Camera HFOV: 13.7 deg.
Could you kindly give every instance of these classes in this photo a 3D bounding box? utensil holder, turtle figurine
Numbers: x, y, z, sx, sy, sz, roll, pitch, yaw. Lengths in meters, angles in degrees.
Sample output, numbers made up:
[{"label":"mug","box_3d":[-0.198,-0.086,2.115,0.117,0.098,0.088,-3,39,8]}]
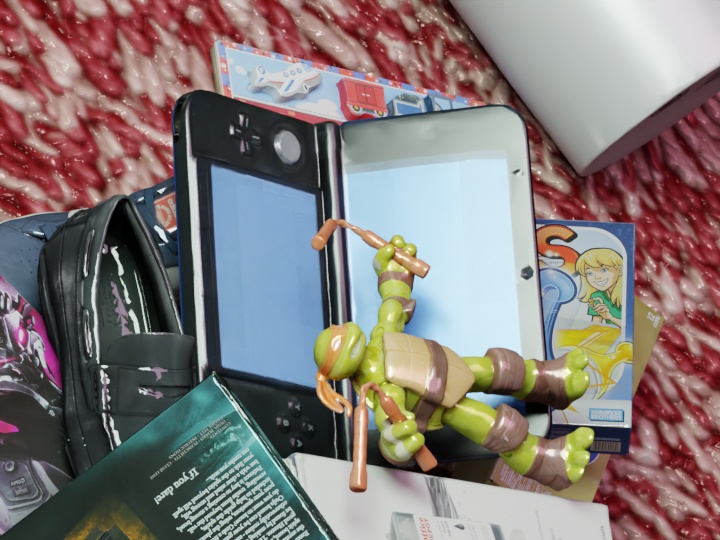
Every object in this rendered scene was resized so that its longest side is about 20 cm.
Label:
[{"label":"utensil holder","box_3d":[0.145,-0.184,1.897,0.170,0.170,0.200,-27,81,-45]},{"label":"turtle figurine","box_3d":[0.038,0.065,1.534,0.161,0.064,0.200,19,35,-19]}]

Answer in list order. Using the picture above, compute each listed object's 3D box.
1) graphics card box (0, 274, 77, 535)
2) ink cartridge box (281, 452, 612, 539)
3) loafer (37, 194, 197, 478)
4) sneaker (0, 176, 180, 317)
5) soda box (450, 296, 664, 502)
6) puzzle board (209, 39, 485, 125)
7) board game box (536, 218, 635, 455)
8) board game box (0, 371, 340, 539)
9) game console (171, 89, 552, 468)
[{"label":"graphics card box","box_3d":[-0.204,0.067,1.529,0.200,0.051,0.125,47,43,-1]},{"label":"ink cartridge box","box_3d":[0.015,0.171,1.549,0.200,0.146,0.085,13,54,-30]},{"label":"loafer","box_3d":[-0.115,0.055,1.518,0.068,0.070,0.201,4,57,-37]},{"label":"sneaker","box_3d":[-0.120,-0.018,1.629,0.200,0.085,0.075,-9,65,-41]},{"label":"soda box","box_3d":[0.109,0.088,1.739,0.064,0.068,0.200,38,44,-9]},{"label":"puzzle board","box_3d":[0.007,-0.059,1.806,0.200,0.017,0.151,11,54,-31]},{"label":"board game box","box_3d":[0.054,0.033,1.682,0.200,0.034,0.136,2,58,2]},{"label":"board game box","box_3d":[-0.109,0.162,1.436,0.135,0.200,0.028,54,2,19]},{"label":"game console","box_3d":[0.000,0.000,1.594,0.171,0.118,0.200,15,65,-48]}]
